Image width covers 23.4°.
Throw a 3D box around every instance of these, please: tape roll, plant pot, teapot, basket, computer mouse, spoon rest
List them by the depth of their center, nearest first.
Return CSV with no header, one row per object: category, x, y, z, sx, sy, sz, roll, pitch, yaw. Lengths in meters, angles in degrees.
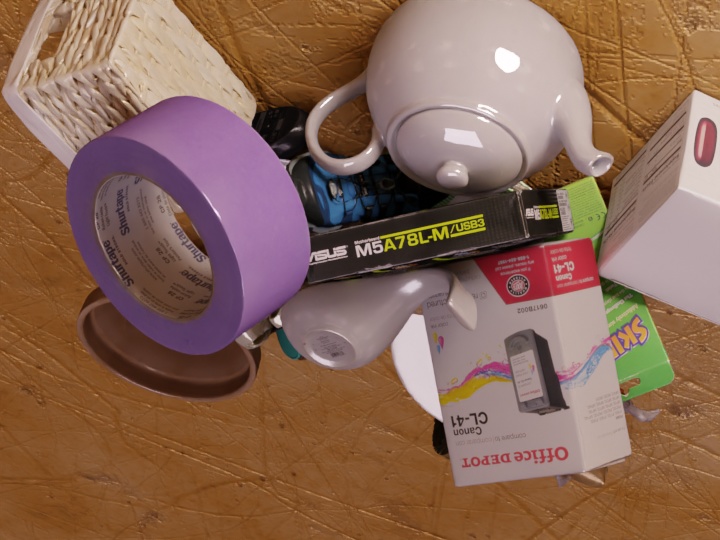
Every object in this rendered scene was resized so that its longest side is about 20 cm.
tape roll,-0.143,-0.036,1.430,0.200,0.085,0.200,26,134,31
teapot,0.084,-0.129,1.447,0.197,0.146,0.200,29,146,-17
spoon rest,0.017,0.040,1.532,0.200,0.061,0.099,-14,129,36
basket,-0.198,-0.153,1.547,0.123,0.136,0.200,-12,137,30
computer mouse,-0.124,-0.114,1.638,0.200,0.059,0.034,-8,138,35
tape roll,0.129,0.073,1.716,0.202,0.037,0.203,7,121,13
plant pot,-0.198,0.051,1.878,0.201,0.093,0.201,11,146,7

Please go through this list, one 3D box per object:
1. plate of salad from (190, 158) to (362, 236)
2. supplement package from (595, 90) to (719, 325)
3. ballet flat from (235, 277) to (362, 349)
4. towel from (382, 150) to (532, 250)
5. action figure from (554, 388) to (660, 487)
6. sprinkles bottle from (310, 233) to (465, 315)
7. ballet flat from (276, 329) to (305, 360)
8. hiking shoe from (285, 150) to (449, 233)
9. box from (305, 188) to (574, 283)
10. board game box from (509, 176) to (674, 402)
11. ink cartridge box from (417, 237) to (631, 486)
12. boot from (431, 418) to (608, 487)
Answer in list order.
plate of salad,-0.072,-0.051,1.716,0.200,0.048,0.200,9,143,7
supplement package,0.333,-0.037,1.506,0.200,0.111,0.156,22,146,-9
ballet flat,-0.085,0.029,1.614,0.200,0.068,0.068,-27,115,36
towel,0.102,-0.059,1.655,0.200,0.023,0.153,25,147,-15
action figure,0.191,0.079,1.611,0.200,0.105,0.194,-39,88,26
sprinkles bottle,0.000,0.000,1.651,0.200,0.068,0.068,10,146,12
ballet flat,-0.051,0.051,1.827,0.072,0.068,0.200,-21,170,-7
hiking shoe,0.006,-0.078,1.525,0.087,0.075,0.200,-17,176,30
box,0.071,-0.031,1.492,0.193,0.048,0.200,-10,180,19
board game box,0.204,0.024,1.572,0.095,0.200,0.030,-22,169,8
ink cartridge box,0.143,0.081,1.532,0.147,0.200,0.086,-12,176,38
boot,0.178,0.183,1.869,0.200,0.175,0.066,26,111,-10
